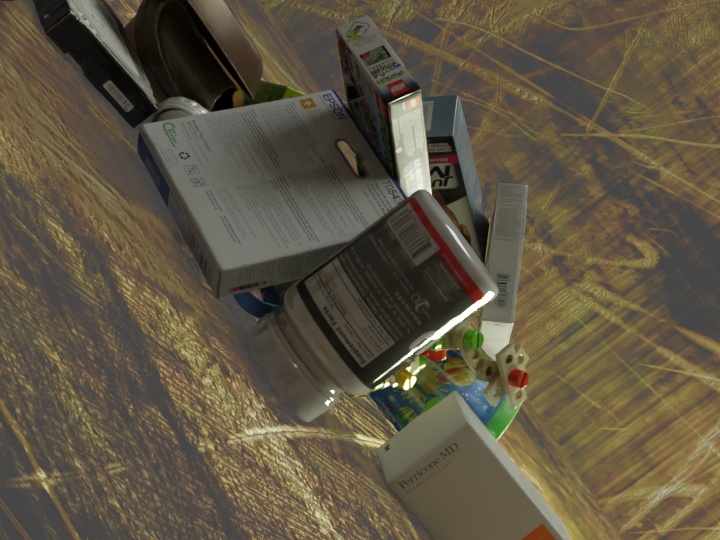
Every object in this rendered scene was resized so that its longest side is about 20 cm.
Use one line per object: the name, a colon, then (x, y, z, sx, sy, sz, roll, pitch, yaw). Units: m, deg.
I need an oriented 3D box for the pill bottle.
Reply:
pill bottle: (0.008, 0.033, 1.521, 0.114, 0.200, 0.114, 52, 6, -7)

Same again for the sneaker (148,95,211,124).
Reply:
sneaker: (-0.121, -0.091, 1.732, 0.199, 0.074, 0.079, 28, 24, -9)

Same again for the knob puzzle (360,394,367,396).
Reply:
knob puzzle: (0.000, 0.000, 1.871, 0.219, 0.030, 0.221, 16, 68, -44)

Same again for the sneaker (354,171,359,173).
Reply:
sneaker: (0.013, -0.002, 1.991, 0.116, 0.073, 0.202, 22, 69, -75)

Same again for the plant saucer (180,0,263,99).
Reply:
plant saucer: (-0.155, -0.263, 1.802, 0.201, 0.034, 0.200, 55, -1, 2)

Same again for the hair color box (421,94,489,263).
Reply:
hair color box: (0.067, -0.086, 1.826, 0.201, 0.098, 0.061, 72, 21, -48)

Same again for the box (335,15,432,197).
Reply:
box: (0.025, -0.126, 1.648, 0.110, 0.035, 0.201, 58, -14, 37)

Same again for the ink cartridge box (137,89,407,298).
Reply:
ink cartridge box: (-0.075, -0.073, 1.608, 0.197, 0.199, 0.043, 58, -31, 37)

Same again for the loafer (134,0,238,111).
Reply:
loafer: (-0.162, -0.186, 1.789, 0.076, 0.067, 0.201, -45, 120, -48)

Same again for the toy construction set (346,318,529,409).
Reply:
toy construction set: (0.068, 0.075, 1.743, 0.092, 0.199, 0.132, -25, 117, -53)

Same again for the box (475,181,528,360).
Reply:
box: (0.146, 0.005, 1.854, 0.200, 0.036, 0.146, 87, 11, -77)

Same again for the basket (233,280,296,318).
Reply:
basket: (-0.054, -0.008, 1.663, 0.199, 0.140, 0.177, 5, 36, -34)

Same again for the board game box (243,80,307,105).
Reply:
board game box: (-0.102, -0.150, 1.930, 0.047, 0.102, 0.200, 21, 3, -19)

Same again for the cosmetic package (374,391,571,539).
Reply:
cosmetic package: (0.114, 0.227, 1.727, 0.200, 0.101, 0.071, 50, 8, -23)

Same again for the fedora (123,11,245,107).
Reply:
fedora: (-0.205, -0.229, 1.923, 0.201, 0.082, 0.201, 51, 4, -5)

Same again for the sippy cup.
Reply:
sippy cup: (0.084, 0.138, 1.919, 0.130, 0.140, 0.178, 42, -29, -6)

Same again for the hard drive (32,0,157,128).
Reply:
hard drive: (-0.266, -0.238, 1.726, 0.140, 0.038, 0.200, 50, 7, -37)
